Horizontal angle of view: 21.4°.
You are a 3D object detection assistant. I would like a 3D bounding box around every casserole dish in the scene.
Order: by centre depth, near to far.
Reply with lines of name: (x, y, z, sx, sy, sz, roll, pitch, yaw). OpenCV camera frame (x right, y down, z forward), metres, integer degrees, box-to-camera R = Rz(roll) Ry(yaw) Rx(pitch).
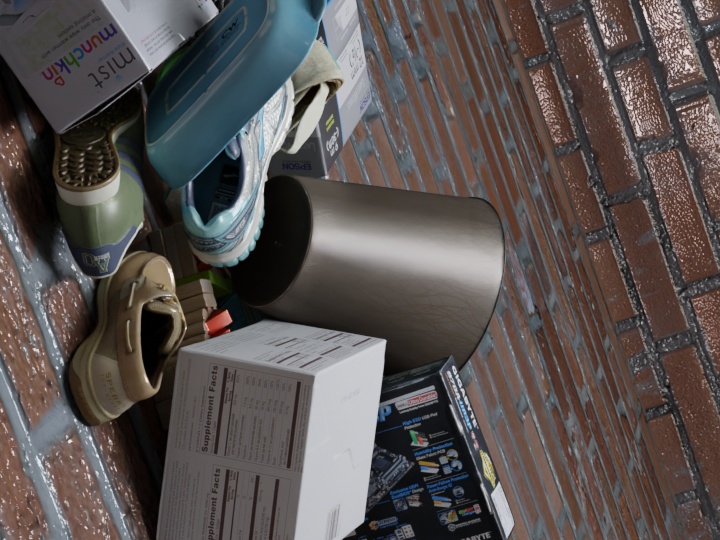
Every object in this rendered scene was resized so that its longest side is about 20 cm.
casserole dish: (-0.103, -0.149, 1.431, 0.039, 0.200, 0.122, 34, 27, -27)

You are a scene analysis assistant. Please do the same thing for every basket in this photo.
basket: (0.000, 0.000, 1.608, 0.199, 0.182, 0.136, 16, 12, -37)

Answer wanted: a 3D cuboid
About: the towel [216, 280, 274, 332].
towel: (-0.059, 0.083, 1.684, 0.147, 0.022, 0.201, -44, 119, -43)

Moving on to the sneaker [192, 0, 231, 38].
sneaker: (-0.144, -0.234, 1.600, 0.114, 0.199, 0.076, 21, 91, -60)

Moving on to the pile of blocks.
pile of blocks: (-0.126, 0.044, 1.534, 0.082, 0.062, 0.201, 54, 25, -47)

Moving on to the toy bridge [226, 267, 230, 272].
toy bridge: (-0.092, 0.043, 1.708, 0.067, 0.027, 0.201, -70, 139, -65)

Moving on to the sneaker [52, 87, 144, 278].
sneaker: (-0.197, -0.065, 1.436, 0.201, 0.066, 0.091, -94, 179, -63)

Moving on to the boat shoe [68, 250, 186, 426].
boat shoe: (-0.159, 0.045, 1.417, 0.201, 0.064, 0.072, -80, 147, -58)

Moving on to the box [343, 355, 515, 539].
box: (0.011, 0.177, 1.597, 0.160, 0.199, 0.046, 68, 19, -9)

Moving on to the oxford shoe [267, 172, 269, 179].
oxford shoe: (-0.081, -0.089, 1.812, 0.200, 0.071, 0.072, -58, 130, -67)

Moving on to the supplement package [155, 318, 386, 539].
supplement package: (-0.065, 0.132, 1.462, 0.200, 0.110, 0.157, -17, 115, -73)

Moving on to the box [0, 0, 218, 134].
box: (-0.209, -0.221, 1.420, 0.177, 0.096, 0.200, 56, 19, -12)

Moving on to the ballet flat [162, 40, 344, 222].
ballet flat: (-0.089, -0.105, 1.582, 0.062, 0.200, 0.067, 45, 15, 23)

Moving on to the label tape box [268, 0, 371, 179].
label tape box: (-0.041, -0.153, 1.732, 0.144, 0.066, 0.201, -62, 146, -52)

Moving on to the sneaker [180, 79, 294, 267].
sneaker: (-0.100, -0.108, 1.507, 0.086, 0.077, 0.202, 57, 37, -74)

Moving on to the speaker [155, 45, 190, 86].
speaker: (-0.117, -0.157, 1.740, 0.200, 0.088, 0.089, -1, 74, -73)
